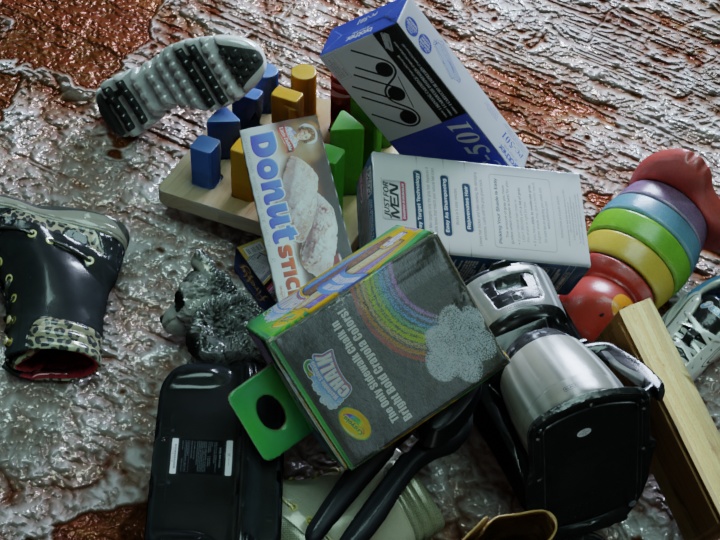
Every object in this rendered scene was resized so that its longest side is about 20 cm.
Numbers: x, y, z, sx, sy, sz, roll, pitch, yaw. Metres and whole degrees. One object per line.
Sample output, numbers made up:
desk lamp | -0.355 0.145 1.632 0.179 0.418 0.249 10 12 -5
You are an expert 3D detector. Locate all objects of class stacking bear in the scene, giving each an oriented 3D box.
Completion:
stacking bear | 0.255 -0.002 1.420 0.200 0.114 0.122 -50 115 -25

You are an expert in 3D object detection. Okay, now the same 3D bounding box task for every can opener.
can opener | 0.024 0.152 1.208 0.063 0.079 0.200 32 60 26

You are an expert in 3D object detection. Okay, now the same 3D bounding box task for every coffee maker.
coffee maker | 0.148 0.121 1.282 0.134 0.193 0.200 6 30 -24

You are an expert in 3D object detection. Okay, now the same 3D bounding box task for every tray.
tray | 0.264 0.133 1.286 0.037 0.099 0.200 -21 73 -13

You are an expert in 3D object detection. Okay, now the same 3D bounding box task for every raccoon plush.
raccoon plush | -0.079 0.052 1.330 0.199 0.097 0.134 6 47 -5

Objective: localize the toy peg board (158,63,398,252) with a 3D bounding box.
toy peg board | -0.062 -0.132 1.443 0.199 0.098 0.200 18 45 15

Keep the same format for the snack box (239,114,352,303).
snack box | -0.051 -0.039 1.298 0.072 0.024 0.201 -13 64 -4

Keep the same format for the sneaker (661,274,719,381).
sneaker | 0.303 0.064 1.397 0.072 0.073 0.200 39 57 18

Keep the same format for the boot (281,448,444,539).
boot | -0.044 0.182 1.248 0.154 0.072 0.200 -33 64 -31

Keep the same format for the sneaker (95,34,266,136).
sneaker | -0.168 -0.193 1.468 0.199 0.075 0.081 -11 23 35

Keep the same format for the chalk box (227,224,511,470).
chalk box | -0.008 0.069 1.185 0.200 0.124 0.125 -32 100 -7

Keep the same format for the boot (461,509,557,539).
boot | 0.058 0.256 1.158 0.201 0.144 0.071 -25 59 -26

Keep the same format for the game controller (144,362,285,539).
game controller | -0.113 0.154 1.191 0.104 0.042 0.200 -3 47 2

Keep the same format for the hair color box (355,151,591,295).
hair color box | 0.099 -0.041 1.350 0.199 0.061 0.100 5 61 -14

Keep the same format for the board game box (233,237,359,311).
board game box | 0.000 0.000 1.419 0.200 0.035 0.136 -23 59 -25

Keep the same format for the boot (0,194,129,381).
boot | -0.313 0.014 1.331 0.203 0.074 0.154 5 54 -6

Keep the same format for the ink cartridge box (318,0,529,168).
ink cartridge box | 0.061 -0.151 1.376 0.200 0.094 0.044 47 45 -29
